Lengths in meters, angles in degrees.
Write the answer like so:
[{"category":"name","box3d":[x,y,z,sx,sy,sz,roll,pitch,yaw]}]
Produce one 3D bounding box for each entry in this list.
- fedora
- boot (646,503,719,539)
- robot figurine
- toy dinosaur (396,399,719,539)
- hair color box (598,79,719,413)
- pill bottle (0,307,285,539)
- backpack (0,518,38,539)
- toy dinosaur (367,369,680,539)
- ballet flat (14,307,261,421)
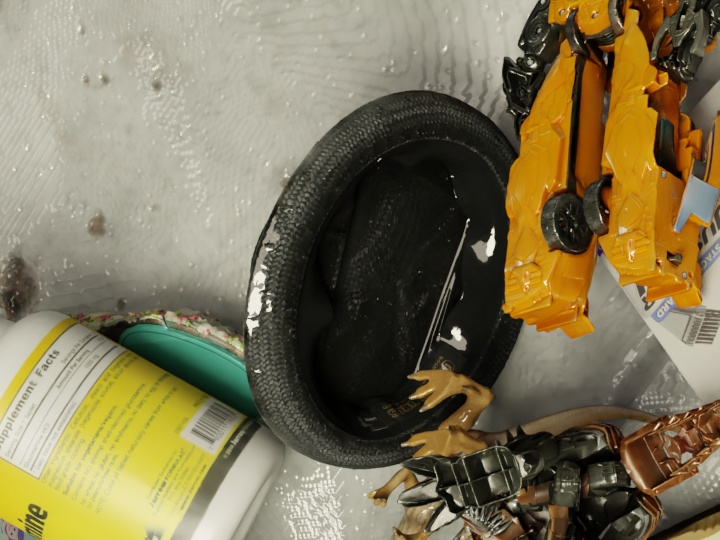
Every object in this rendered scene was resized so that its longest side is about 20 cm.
[{"category":"fedora","box3d":[0.000,0.000,0.922,0.091,0.200,0.202,19,102,52]},{"category":"boot","box3d":[0.227,0.180,0.849,0.200,0.072,0.155,-33,81,41]},{"category":"robot figurine","box3d":[0.126,-0.073,0.855,0.145,0.058,0.201,-18,54,46]},{"category":"toy dinosaur","box3d":[0.094,0.104,0.800,0.102,0.135,0.201,43,124,24]},{"category":"hair color box","box3d":[0.197,0.010,0.816,0.109,0.065,0.200,-49,40,18]},{"category":"pill bottle","box3d":[-0.150,0.094,0.937,0.199,0.112,0.113,29,104,5]},{"category":"backpack","box3d":[-0.257,0.183,1.012,0.150,0.177,0.201,-13,92,27]},{"category":"toy dinosaur","box3d":[0.067,0.096,0.902,0.199,0.106,0.061,-34,44,2]},{"category":"ballet flat","box3d":[-0.128,0.046,1.008,0.199,0.064,0.076,3,121,22]}]
